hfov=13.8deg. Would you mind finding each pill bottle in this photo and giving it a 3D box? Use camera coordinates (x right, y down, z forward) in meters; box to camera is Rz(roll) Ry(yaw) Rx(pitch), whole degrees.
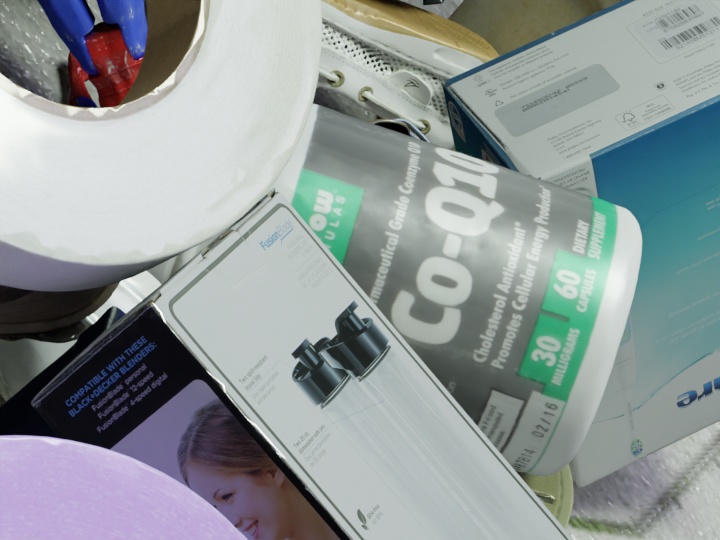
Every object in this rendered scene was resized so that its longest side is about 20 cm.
[{"bbox_3d":[0.000,0.000,1.174,0.199,0.113,0.113,17,32,-4],"label":"pill bottle"}]

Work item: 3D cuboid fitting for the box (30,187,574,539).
[{"bbox_3d":[-0.002,0.081,0.962,0.200,0.060,0.117,50,27,-4],"label":"box"}]

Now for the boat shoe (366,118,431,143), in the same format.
[{"bbox_3d":[0.005,-0.028,1.345,0.072,0.072,0.200,54,26,6],"label":"boat shoe"}]

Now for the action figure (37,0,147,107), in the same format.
[{"bbox_3d":[-0.105,-0.109,1.262,0.099,0.065,0.200,-81,151,-72],"label":"action figure"}]

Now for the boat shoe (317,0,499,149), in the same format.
[{"bbox_3d":[-0.034,-0.106,1.392,0.200,0.069,0.071,21,15,-12],"label":"boat shoe"}]

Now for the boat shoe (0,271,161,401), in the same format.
[{"bbox_3d":[-0.086,0.065,1.099,0.200,0.072,0.069,55,22,-14],"label":"boat shoe"}]

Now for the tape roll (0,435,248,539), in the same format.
[{"bbox_3d":[-0.104,0.150,0.846,0.200,0.066,0.201,9,73,-31],"label":"tape roll"}]

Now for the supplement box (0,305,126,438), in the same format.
[{"bbox_3d":[-0.053,0.130,1.011,0.200,0.109,0.110,41,28,-19],"label":"supplement box"}]

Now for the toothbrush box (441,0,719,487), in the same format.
[{"bbox_3d":[0.131,-0.019,1.339,0.085,0.146,0.200,54,-15,44],"label":"toothbrush box"}]

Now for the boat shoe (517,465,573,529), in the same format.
[{"bbox_3d":[0.042,0.085,1.254,0.075,0.068,0.200,20,35,-11],"label":"boat shoe"}]

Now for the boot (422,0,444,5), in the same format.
[{"bbox_3d":[-0.045,-0.197,1.398,0.198,0.074,0.162,32,-8,-41],"label":"boot"}]

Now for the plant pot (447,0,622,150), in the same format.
[{"bbox_3d":[0.118,-0.096,1.486,0.200,0.183,0.201,37,30,-26],"label":"plant pot"}]

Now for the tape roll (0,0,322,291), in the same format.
[{"bbox_3d":[-0.103,-0.094,0.944,0.202,0.037,0.203,13,68,-34],"label":"tape roll"}]

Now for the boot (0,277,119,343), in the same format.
[{"bbox_3d":[-0.180,-0.010,1.010,0.199,0.070,0.146,10,2,3],"label":"boot"}]
